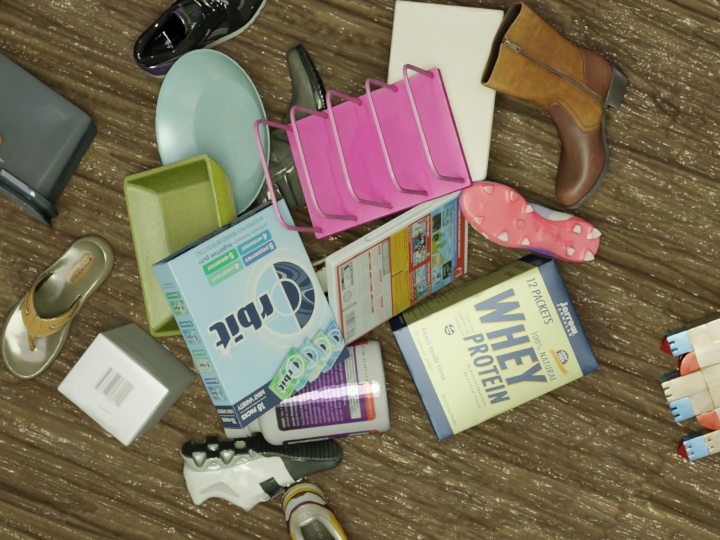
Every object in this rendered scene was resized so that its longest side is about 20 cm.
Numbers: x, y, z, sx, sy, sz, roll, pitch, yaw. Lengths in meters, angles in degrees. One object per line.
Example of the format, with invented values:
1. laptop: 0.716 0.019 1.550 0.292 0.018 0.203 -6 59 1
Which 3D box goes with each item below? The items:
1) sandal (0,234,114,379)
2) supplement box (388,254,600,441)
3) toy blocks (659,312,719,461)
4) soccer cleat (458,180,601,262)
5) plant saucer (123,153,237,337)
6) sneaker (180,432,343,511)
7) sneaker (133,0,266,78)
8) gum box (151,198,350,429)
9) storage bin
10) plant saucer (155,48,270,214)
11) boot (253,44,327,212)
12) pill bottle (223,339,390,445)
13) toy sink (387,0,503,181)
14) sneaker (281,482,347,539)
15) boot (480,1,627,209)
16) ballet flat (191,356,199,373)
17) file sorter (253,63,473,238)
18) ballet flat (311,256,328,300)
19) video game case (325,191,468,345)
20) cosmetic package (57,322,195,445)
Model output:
1. sandal: -0.377 0.042 1.653 0.080 0.054 0.201 37 92 -1
2. supplement box: 0.149 0.084 1.575 0.198 0.200 0.136 -24 93 0
3. toy blocks: 0.427 0.137 1.635 0.135 0.100 0.202 -20 92 13
4. soccer cleat: 0.194 -0.056 1.599 0.198 0.076 0.068 17 91 -23
5. plant saucer: -0.199 -0.029 1.607 0.048 0.199 0.203 -12 93 -39
6. sneaker: -0.119 0.249 1.657 0.197 0.074 0.090 -3 110 0
7. sneaker: -0.188 -0.306 1.622 0.200 0.088 0.076 -41 91 2
8. gum box: -0.119 0.047 1.506 0.169 0.044 0.202 -32 104 -34
9. storage bin: -0.420 -0.169 1.613 0.199 0.146 0.135 34 82 -1
10. plant saucer: -0.168 -0.165 1.614 0.199 0.038 0.204 13 110 39
11. boot: -0.095 -0.164 1.639 0.129 0.068 0.203 -15 91 5
12. pill bottle: -0.067 0.150 1.625 0.197 0.111 0.113 -7 92 1
13. toy sink: 0.095 -0.209 1.610 0.128 0.112 0.203 5 92 2
14. sneaker: -0.035 0.356 1.624 0.074 0.090 0.201 -31 110 1
15. boot: 0.220 -0.188 1.577 0.199 0.068 0.190 21 92 -39
16. ballet flat: -0.148 0.040 1.646 0.067 0.062 0.202 23 92 0
17. file sorter: 0.000 -0.133 1.501 0.198 0.125 0.141 -18 84 21
18. ballet flat: 0.000 0.000 1.635 0.198 0.062 0.068 -23 91 1
19. video game case: 0.046 -0.005 1.579 0.199 0.144 0.017 -30 51 -23
20. cosmetic package: -0.269 0.129 1.582 0.107 0.200 0.085 39 91 2
